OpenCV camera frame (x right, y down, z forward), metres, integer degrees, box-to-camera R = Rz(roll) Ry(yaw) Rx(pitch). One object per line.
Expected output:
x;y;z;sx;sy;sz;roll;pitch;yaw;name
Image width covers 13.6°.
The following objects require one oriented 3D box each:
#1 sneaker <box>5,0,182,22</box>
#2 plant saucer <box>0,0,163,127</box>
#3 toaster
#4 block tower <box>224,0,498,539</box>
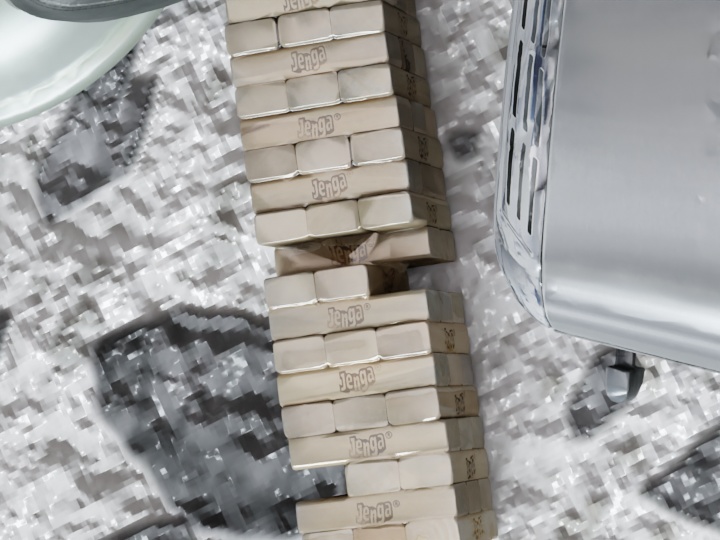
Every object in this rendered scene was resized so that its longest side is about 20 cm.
-0.028;-0.136;0.937;0.199;0.079;0.076;-27;102;4;sneaker
-0.148;-0.146;1.004;0.199;0.050;0.201;0;89;15;plant saucer
0.116;-0.057;0.899;0.128;0.114;0.201;6;92;18;toaster
0.000;0.000;0.959;0.057;0.054;0.201;-8;86;14;block tower
